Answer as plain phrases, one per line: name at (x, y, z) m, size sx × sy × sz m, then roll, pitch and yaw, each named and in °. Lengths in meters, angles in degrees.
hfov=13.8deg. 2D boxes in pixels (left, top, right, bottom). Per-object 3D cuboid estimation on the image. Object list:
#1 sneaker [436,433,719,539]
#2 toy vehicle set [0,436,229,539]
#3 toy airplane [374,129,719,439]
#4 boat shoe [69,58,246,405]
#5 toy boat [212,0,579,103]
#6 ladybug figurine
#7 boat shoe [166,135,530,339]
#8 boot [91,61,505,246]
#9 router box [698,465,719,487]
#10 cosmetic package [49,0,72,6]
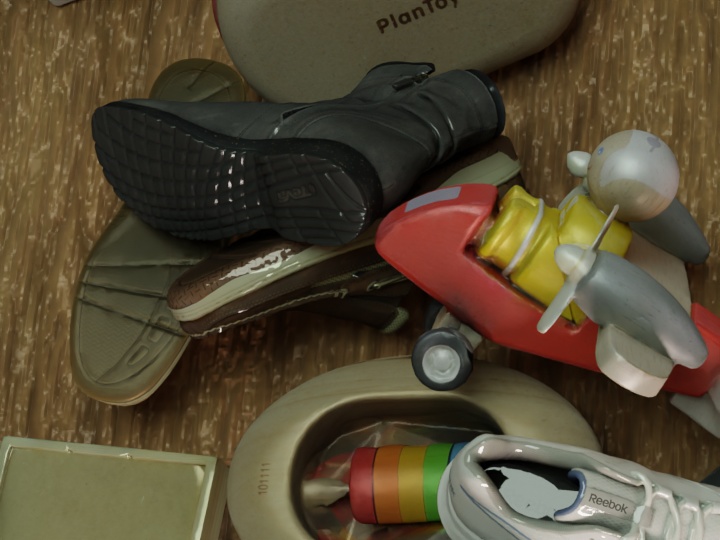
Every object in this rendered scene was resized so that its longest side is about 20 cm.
sneaker at (0.131, 0.125, 1.396) m, size 0.200 × 0.087 × 0.075 m, roll 12°, pitch 75°, yaw 7°
toy vehicle set at (-0.148, 0.188, 1.547) m, size 0.124 × 0.027 × 0.200 m, roll 5°, pitch 69°, yaw 18°
toy airplane at (0.132, 0.004, 1.441) m, size 0.200 × 0.199 × 0.141 m, roll 32°, pitch 115°, yaw 46°
boat shoe at (-0.100, -0.013, 1.598) m, size 0.074 × 0.066 × 0.200 m, roll 14°, pitch 69°, yaw 13°
toy boat at (0.015, -0.170, 1.618) m, size 0.200 × 0.131 × 0.131 m, roll -22°, pitch 33°, yaw 5°
ladybug figurine at (0.034, 0.113, 1.503) m, size 0.200 × 0.072 × 0.136 m, roll 1°, pitch 69°, yaw 16°
boat shoe at (0.002, 0.001, 1.541) m, size 0.202 × 0.075 × 0.075 m, roll -24°, pitch 101°, yaw -12°
boot at (-0.032, -0.068, 1.544) m, size 0.200 × 0.070 × 0.132 m, roll 16°, pitch 36°, yaw 36°
router box at (0.201, 0.171, 1.442) m, size 0.200 × 0.051 × 0.149 m, roll -39°, pitch 61°, yaw -3°
cosmetic package at (-0.108, -0.229, 1.663) m, size 0.200 × 0.101 × 0.071 m, roll -18°, pitch 64°, yaw 13°
